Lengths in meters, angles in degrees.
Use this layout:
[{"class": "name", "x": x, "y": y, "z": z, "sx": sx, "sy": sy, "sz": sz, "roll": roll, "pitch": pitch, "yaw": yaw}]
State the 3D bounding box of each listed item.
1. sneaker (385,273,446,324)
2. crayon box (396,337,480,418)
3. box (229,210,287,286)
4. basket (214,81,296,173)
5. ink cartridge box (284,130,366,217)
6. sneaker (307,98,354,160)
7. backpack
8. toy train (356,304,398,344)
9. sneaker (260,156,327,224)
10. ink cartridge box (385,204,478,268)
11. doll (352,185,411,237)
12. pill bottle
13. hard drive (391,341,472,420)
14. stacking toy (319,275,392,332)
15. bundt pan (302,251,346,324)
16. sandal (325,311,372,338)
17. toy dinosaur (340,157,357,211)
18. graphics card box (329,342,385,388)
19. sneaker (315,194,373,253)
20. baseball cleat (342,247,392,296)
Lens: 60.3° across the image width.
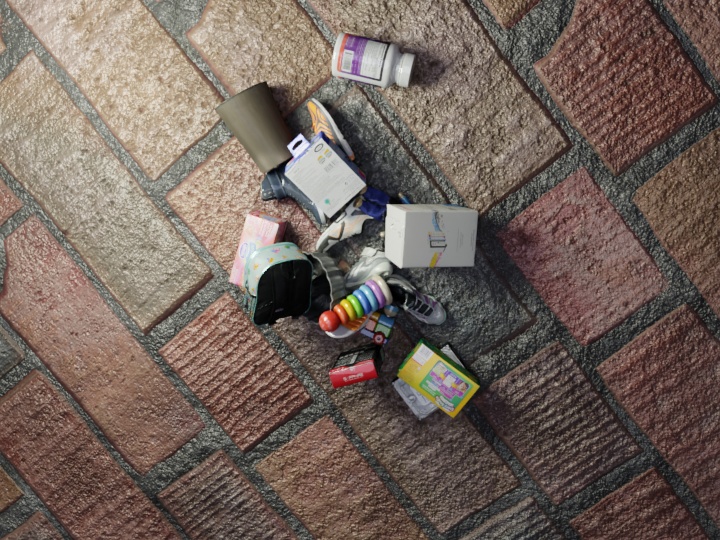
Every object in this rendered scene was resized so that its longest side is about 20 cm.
[{"class": "sneaker", "x": 0.142, "y": 0.093, "z": 1.664, "sx": 0.199, "sy": 0.140, "sz": 0.078, "roll": 32, "pitch": 103, "yaw": 1}, {"class": "crayon box", "x": 0.213, "y": 0.294, "z": 1.697, "sx": 0.200, "sy": 0.058, "sz": 0.119, "roll": 37, "pitch": 103, "yaw": 0}, {"class": "box", "x": -0.282, "y": -0.054, "z": 1.716, "sx": 0.094, "sy": 0.103, "sz": 0.201, "roll": 19, "pitch": 103, "yaw": 4}, {"class": "basket", "x": -0.261, "y": -0.369, "z": 1.628, "sx": 0.136, "sy": 0.180, "sz": 0.201, "roll": -21, "pitch": 105, "yaw": 36}, {"class": "ink cartridge box", "x": -0.098, "y": -0.255, "z": 1.576, "sx": 0.136, "sy": 0.076, "sz": 0.200, "roll": -40, "pitch": 114, "yaw": 16}, {"class": "sneaker", "x": -0.110, "y": -0.349, "z": 1.630, "sx": 0.112, "sy": 0.078, "sz": 0.201, "roll": -32, "pitch": 81, "yaw": 1}, {"class": "backpack", "x": -0.215, "y": 0.021, "z": 1.605, "sx": 0.175, "sy": 0.154, "sz": 0.201, "roll": -11, "pitch": 138, "yaw": -26}, {"class": "toy train", "x": 0.003, "y": 0.118, "z": 1.724, "sx": 0.199, "sy": 0.085, "sz": 0.116, "roll": 24, "pitch": 93, "yaw": 3}, {"class": "sneaker", "x": -0.185, "y": -0.193, "z": 1.682, "sx": 0.146, "sy": 0.077, "sz": 0.203, "roll": -27, "pitch": 86, "yaw": 1}, {"class": "ink cartridge box", "x": 0.176, "y": -0.091, "z": 1.589, "sx": 0.199, "sy": 0.147, "sz": 0.146, "roll": -1, "pitch": 103, "yaw": -15}, {"class": "doll", "x": 0.079, "y": -0.153, "z": 1.655, "sx": 0.199, "sy": 0.048, "sz": 0.137, "roll": 23, "pitch": 78, "yaw": -16}, {"class": "pill bottle", "x": 0.035, "y": -0.529, "z": 1.578, "sx": 0.199, "sy": 0.111, "sz": 0.112, "roll": 15, "pitch": 102, "yaw": 4}, {"class": "hard drive", "x": 0.207, "y": 0.314, "z": 1.751, "sx": 0.200, "sy": 0.038, "sz": 0.140, "roll": -36, "pitch": 94, "yaw": 13}, {"class": "stacking toy", "x": -0.019, "y": 0.093, "z": 1.603, "sx": 0.199, "sy": 0.085, "sz": 0.086, "roll": -28, "pitch": 96, "yaw": -16}, {"class": "bundt pan", "x": -0.110, "y": 0.040, "z": 1.686, "sx": 0.201, "sy": 0.075, "sz": 0.203, "roll": 18, "pitch": 115, "yaw": 46}, {"class": "sandal", "x": -0.006, "y": 0.124, "z": 1.662, "sx": 0.079, "sy": 0.206, "sz": 0.059, "roll": 36, "pitch": 148, "yaw": 27}, {"class": "toy dinosaur", "x": -0.049, "y": -0.263, "z": 1.675, "sx": 0.088, "sy": 0.047, "sz": 0.201, "roll": -9, "pitch": 96, "yaw": 16}, {"class": "graphics card box", "x": -0.006, "y": 0.253, "z": 1.685, "sx": 0.125, "sy": 0.200, "sz": 0.051, "roll": -17, "pitch": 98, "yaw": 10}, {"class": "sneaker", "x": -0.042, "y": -0.111, "z": 1.687, "sx": 0.080, "sy": 0.074, "sz": 0.200, "roll": 44, "pitch": 103, "yaw": -4}, {"class": "baseball cleat", "x": 0.000, "y": 0.000, "z": 1.713, "sx": 0.199, "sy": 0.070, "sz": 0.107, "roll": -18, "pitch": 64, "yaw": 23}]
